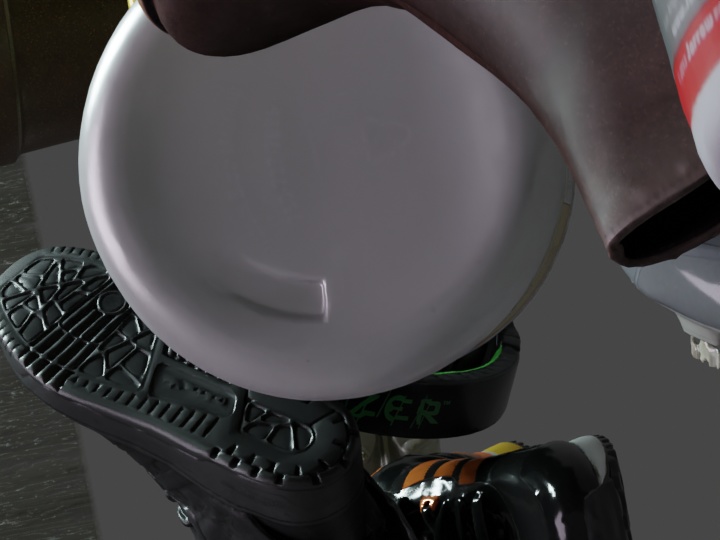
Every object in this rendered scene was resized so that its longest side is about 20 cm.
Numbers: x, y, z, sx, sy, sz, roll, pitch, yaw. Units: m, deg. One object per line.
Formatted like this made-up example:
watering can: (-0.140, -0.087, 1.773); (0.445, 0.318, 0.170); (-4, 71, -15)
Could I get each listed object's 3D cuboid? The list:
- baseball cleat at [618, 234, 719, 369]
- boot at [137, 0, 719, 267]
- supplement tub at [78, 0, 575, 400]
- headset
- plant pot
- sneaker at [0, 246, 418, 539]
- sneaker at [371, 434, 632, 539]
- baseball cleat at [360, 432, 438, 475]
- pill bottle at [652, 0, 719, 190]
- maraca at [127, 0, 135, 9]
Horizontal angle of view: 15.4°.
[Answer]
baseball cleat: (0.085, -0.054, 0.675); (0.200, 0.070, 0.107); (-123, 26, -61)
boot: (0.035, -0.068, 0.635); (0.072, 0.200, 0.167); (37, -150, -46)
supplement tub: (-0.003, -0.034, 0.858); (0.200, 0.144, 0.145); (-3, -97, -85)
headset: (0.000, 0.000, 1.042); (0.200, 0.123, 0.094); (-101, 24, -70)
plant pot: (-0.146, -0.153, 1.394); (0.200, 0.198, 0.201); (171, 90, -79)
sneaker: (-0.049, 0.072, 0.949); (0.200, 0.060, 0.104); (28, 149, 31)
sneaker: (0.039, 0.101, 0.975); (0.200, 0.090, 0.070); (167, 93, -79)
baseball cleat: (0.011, 0.127, 1.187); (0.106, 0.070, 0.200); (-151, 61, -84)
pill bottle: (0.091, -0.119, 0.486); (0.114, 0.114, 0.200); (107, 152, -66)
maraca: (-0.052, -0.121, 1.187); (0.200, 0.107, 0.137); (131, 128, -75)
